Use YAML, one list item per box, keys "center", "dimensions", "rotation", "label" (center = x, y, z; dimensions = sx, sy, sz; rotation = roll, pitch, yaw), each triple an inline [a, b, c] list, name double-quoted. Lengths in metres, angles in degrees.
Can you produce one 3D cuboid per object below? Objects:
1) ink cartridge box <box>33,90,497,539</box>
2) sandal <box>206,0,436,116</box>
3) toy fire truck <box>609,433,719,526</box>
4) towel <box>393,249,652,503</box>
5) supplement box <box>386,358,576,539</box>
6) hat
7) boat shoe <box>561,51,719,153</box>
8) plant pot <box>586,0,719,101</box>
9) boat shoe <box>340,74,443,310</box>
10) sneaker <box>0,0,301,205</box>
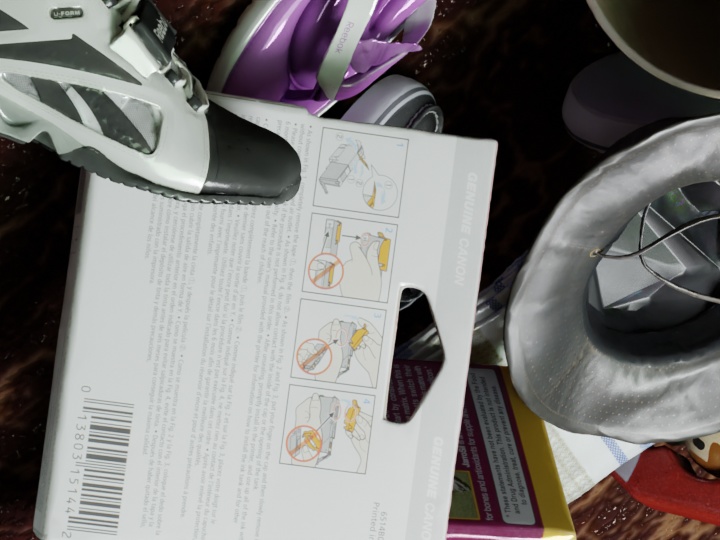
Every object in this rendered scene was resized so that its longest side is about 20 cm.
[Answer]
- center: [-0.042, 0.029, 1.182]
  dimensions: [0.176, 0.045, 0.201]
  rotation: [8, 88, -12]
  label: "ink cartridge box"
- center: [0.011, -0.122, 1.221]
  dimensions: [0.203, 0.050, 0.082]
  rotation: [-44, 141, -1]
  label: "sandal"
- center: [0.216, 0.051, 1.458]
  dimensions: [0.200, 0.168, 0.112]
  rotation: [-50, 140, 7]
  label: "toy fire truck"
- center: [0.104, 0.048, 1.379]
  dimensions: [0.200, 0.024, 0.147]
  rotation: [-37, 125, 4]
  label: "towel"
- center: [-0.012, 0.116, 1.291]
  dimensions: [0.199, 0.131, 0.103]
  rotation: [5, 126, -11]
  label: "supplement box"
- center: [0.145, -0.014, 1.288]
  dimensions: [0.200, 0.081, 0.201]
  rotation: [-12, 132, -13]
  label: "hat"
- center: [0.179, -0.073, 1.400]
  dimensions: [0.200, 0.071, 0.070]
  rotation: [-13, 133, -39]
  label: "boat shoe"
- center: [0.219, -0.148, 1.299]
  dimensions: [0.187, 0.187, 0.200]
  rotation: [-50, 154, 7]
  label: "plant pot"
- center: [0.000, 0.000, 1.250]
  dimensions: [0.200, 0.066, 0.070]
  rotation: [-60, 153, -26]
  label: "boat shoe"
- center: [-0.104, -0.087, 1.095]
  dimensions: [0.199, 0.074, 0.089]
  rotation: [20, 100, -21]
  label: "sneaker"
